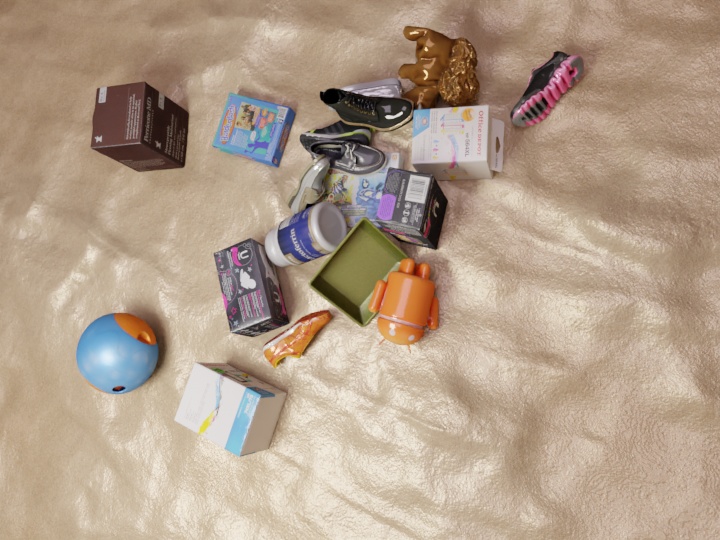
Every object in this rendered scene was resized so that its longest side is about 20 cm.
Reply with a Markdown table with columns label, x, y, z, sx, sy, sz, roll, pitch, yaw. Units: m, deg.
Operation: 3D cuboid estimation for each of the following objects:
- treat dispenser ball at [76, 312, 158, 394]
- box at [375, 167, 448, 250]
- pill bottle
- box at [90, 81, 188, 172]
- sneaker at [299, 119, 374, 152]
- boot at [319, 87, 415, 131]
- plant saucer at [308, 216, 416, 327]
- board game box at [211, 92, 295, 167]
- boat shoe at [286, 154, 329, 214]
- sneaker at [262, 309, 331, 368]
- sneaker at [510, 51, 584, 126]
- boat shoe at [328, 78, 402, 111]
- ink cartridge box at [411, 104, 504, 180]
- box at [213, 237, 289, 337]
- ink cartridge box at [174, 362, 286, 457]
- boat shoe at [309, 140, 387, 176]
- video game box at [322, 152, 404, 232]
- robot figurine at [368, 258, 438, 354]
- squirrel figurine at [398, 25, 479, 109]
| label | x | y | z | sx | sy | sz | roll | pitch | yaw |
| --- | --- | --- | --- | --- | --- | --- | --- | --- | --- |
| treat dispenser ball | -0.619 | 0.211 | 1.553 | 0.195 | 0.200 | 0.208 | -3 | 80 | 18 |
| box | 0.120 | -0.133 | 1.355 | 0.103 | 0.200 | 0.126 | 13 | 85 | 20 |
| pill bottle | -0.133 | -0.080 | 1.452 | 0.197 | 0.114 | 0.120 | -19 | 74 | 41 |
| box | -0.590 | -0.380 | 1.642 | 0.159 | 0.200 | 0.172 | -1 | 81 | 18 |
| sneaker | -0.057 | -0.338 | 1.534 | 0.194 | 0.072 | 0.085 | 5 | 58 | 19 |
| boot | 0.014 | -0.376 | 1.395 | 0.195 | 0.137 | 0.080 | 0 | 83 | 28 |
| plant saucer | 0.000 | 0.000 | 1.406 | 0.201 | 0.199 | 0.048 | -49 | 33 | 4 |
| board game box | -0.285 | -0.375 | 1.618 | 0.195 | 0.045 | 0.156 | 19 | 88 | 20 |
| boat shoe | -0.114 | -0.199 | 1.478 | 0.069 | 0.074 | 0.200 | 49 | 142 | 8 |
| sneaker | -0.146 | 0.163 | 1.479 | 0.198 | 0.073 | 0.078 | -35 | 94 | 15 |
| sneaker | 0.408 | -0.416 | 1.382 | 0.200 | 0.079 | 0.096 | -44 | 49 | 7 |
| boat shoe | 0.009 | -0.420 | 1.509 | 0.194 | 0.073 | 0.068 | -11 | 73 | 18 |
| ink cartridge box | 0.225 | -0.288 | 1.385 | 0.194 | 0.125 | 0.133 | 0 | 81 | 19 |
| box | -0.264 | 0.045 | 1.495 | 0.112 | 0.132 | 0.206 | -18 | 76 | 11 |
| ink cartridge box | -0.309 | 0.326 | 1.456 | 0.195 | 0.146 | 0.150 | 20 | 88 | 20 |
| boat shoe | -0.034 | -0.274 | 1.459 | 0.194 | 0.063 | 0.075 | 9 | 80 | 20 |
| video game box | 0.004 | -0.190 | 1.488 | 0.194 | 0.047 | 0.189 | 1 | 79 | 19 |
| robot figurine | 0.104 | 0.079 | 1.372 | 0.114 | 0.142 | 0.206 | 12 | 86 | 40 |
| squirrel figurine | 0.180 | -0.443 | 1.424 | 0.195 | 0.141 | 0.193 | 15 | 92 | 23 |
